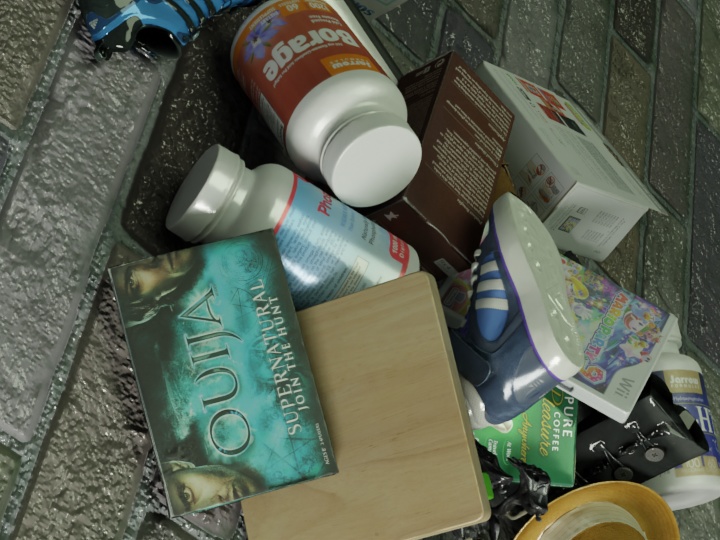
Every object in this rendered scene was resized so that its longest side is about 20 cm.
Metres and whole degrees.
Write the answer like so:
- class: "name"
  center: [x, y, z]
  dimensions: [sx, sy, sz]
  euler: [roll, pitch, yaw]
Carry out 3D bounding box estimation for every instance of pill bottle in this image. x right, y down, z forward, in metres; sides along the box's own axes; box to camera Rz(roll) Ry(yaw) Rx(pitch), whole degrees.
- class: "pill bottle"
  center: [-0.058, -0.020, 1.303]
  dimensions: [0.200, 0.109, 0.109]
  euler: [32, 47, -19]
- class: "pill bottle"
  center: [0.317, 0.153, 1.672]
  dimensions: [0.120, 0.120, 0.200]
  euler: [14, 60, -46]
- class: "pill bottle"
  center: [-0.028, -0.148, 1.357]
  dimensions: [0.112, 0.112, 0.200]
  euler: [20, 26, -44]

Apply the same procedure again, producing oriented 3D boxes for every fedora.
- class: "fedora"
  center: [0.226, 0.293, 1.430]
  dimensions: [0.201, 0.201, 0.082]
  euler: [40, 8, -30]

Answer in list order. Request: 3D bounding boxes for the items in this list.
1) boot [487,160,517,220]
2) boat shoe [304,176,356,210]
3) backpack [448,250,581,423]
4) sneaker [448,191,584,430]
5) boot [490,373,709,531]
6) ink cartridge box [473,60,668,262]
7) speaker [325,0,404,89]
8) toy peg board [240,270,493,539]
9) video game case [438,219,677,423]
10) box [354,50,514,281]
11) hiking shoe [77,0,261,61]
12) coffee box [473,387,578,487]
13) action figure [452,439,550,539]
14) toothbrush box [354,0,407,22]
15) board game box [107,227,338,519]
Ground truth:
- class: "boot"
  center: [0.120, -0.093, 1.530]
  dimensions: [0.074, 0.075, 0.200]
  euler: [-5, 45, -41]
- class: "boat shoe"
  center: [0.000, 0.000, 1.411]
  dimensions: [0.063, 0.071, 0.200]
  euler: [-34, 98, -45]
- class: "backpack"
  center: [0.163, 0.063, 1.526]
  dimensions: [0.200, 0.127, 0.167]
  euler: [-36, 100, -50]
- class: "sneaker"
  center: [0.102, 0.041, 1.324]
  dimensions: [0.081, 0.146, 0.200]
  euler: [33, 34, -41]
- class: "boot"
  center: [0.246, 0.205, 1.483]
  dimensions: [0.165, 0.200, 0.066]
  euler: [42, 22, -29]
- class: "ink cartridge box"
  center: [0.206, -0.110, 1.643]
  dimensions: [0.176, 0.084, 0.200]
  euler: [15, 34, -44]
- class: "speaker"
  center: [-0.008, -0.191, 1.497]
  dimensions: [0.200, 0.081, 0.081]
  euler: [55, 38, -14]
- class: "toy peg board"
  center: [0.003, 0.129, 1.258]
  dimensions: [0.098, 0.200, 0.199]
  euler: [22, 53, -64]
- class: "video game case"
  center: [0.177, 0.041, 1.407]
  dimensions: [0.200, 0.018, 0.143]
  euler: [29, 45, 9]
- class: "box"
  center: [0.070, -0.094, 1.420]
  dimensions: [0.100, 0.075, 0.200]
  euler: [43, 44, -26]
- class: "hiking shoe"
  center: [-0.163, -0.224, 1.343]
  dimensions: [0.200, 0.074, 0.087]
  euler: [-12, 88, -43]
- class: "coffee box"
  center: [0.096, 0.126, 1.381]
  dimensions: [0.200, 0.044, 0.123]
  euler: [6, 79, -13]
- class: "action figure"
  center: [0.086, 0.246, 1.340]
  dimensions: [0.119, 0.200, 0.102]
  euler: [19, 18, -25]
- class: "toothbrush box"
  center: [-0.025, -0.370, 1.568]
  dimensions: [0.146, 0.085, 0.200]
  euler: [24, 55, -42]
- class: "board game box"
  center: [-0.108, 0.079, 1.200]
  dimensions: [0.135, 0.028, 0.200]
  euler: [-14, 81, -11]
